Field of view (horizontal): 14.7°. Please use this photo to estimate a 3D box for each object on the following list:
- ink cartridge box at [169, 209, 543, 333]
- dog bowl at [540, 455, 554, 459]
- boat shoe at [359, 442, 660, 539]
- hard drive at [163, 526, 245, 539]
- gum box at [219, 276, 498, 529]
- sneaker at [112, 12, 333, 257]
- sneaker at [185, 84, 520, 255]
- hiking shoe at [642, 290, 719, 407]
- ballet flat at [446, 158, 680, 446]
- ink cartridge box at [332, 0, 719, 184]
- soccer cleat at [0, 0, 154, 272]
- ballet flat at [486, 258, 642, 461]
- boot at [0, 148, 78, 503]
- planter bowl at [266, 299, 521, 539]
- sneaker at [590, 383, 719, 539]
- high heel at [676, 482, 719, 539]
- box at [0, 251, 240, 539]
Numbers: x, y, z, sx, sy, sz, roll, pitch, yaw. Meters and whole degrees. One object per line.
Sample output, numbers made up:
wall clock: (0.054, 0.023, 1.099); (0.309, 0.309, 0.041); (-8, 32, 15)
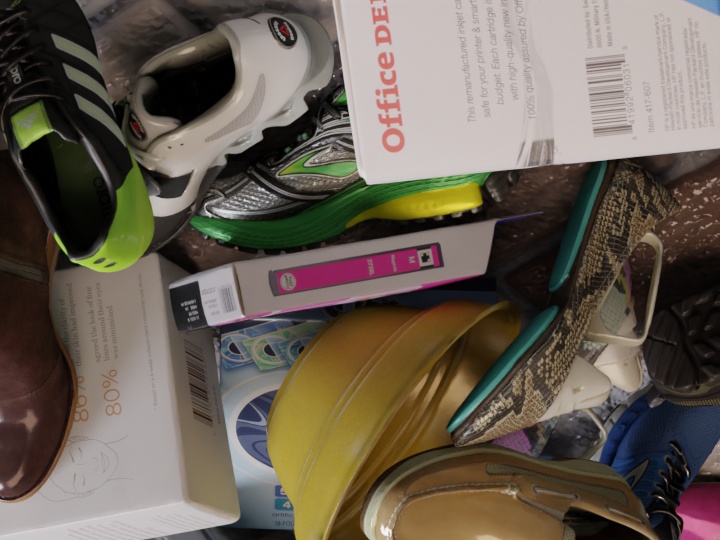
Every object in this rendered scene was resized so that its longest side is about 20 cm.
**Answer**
ink cartridge box: (0.000, 0.000, 1.590); (0.199, 0.037, 0.095); (-12, 179, -26)
dog bowl: (0.076, 0.201, 1.782); (0.200, 0.050, 0.112); (-31, 130, -15)
boat shoe: (0.094, 0.144, 1.603); (0.200, 0.076, 0.072); (0, 120, -38)
hard drive: (-0.060, 0.216, 1.835); (0.027, 0.132, 0.200); (-44, 126, 1)
gum box: (-0.004, 0.086, 1.756); (0.169, 0.045, 0.200); (2, 135, -1)
sneaker: (-0.112, -0.078, 1.552); (0.200, 0.074, 0.088); (-44, 154, 27)
sneaker: (-0.014, -0.068, 1.590); (0.199, 0.078, 0.085); (-13, 116, 14)
hiking shoe: (0.266, 0.037, 1.697); (0.199, 0.076, 0.101); (-11, 162, 0)
ballet flat: (0.126, 0.029, 1.597); (0.075, 0.200, 0.068); (32, 162, -5)
ink cartridge box: (0.091, -0.134, 1.469); (0.199, 0.084, 0.146); (-5, 110, 7)
soccer cleat: (-0.168, -0.093, 1.488); (0.067, 0.081, 0.200); (-28, 85, 11)
ballet flat: (0.124, 0.072, 1.677); (0.071, 0.069, 0.200); (31, 98, 1)
boot: (-0.214, 0.032, 1.530); (0.072, 0.201, 0.166); (5, -178, 17)
planter bowl: (0.004, 0.082, 1.632); (0.083, 0.200, 0.201); (33, 138, 17)
sneaker: (0.176, 0.151, 1.733); (0.089, 0.200, 0.079); (15, 150, 48)
high heel: (0.273, 0.204, 1.838); (0.200, 0.096, 0.067); (21, 132, -20)
box: (-0.189, 0.088, 1.664); (0.199, 0.153, 0.106); (-11, 167, 13)
